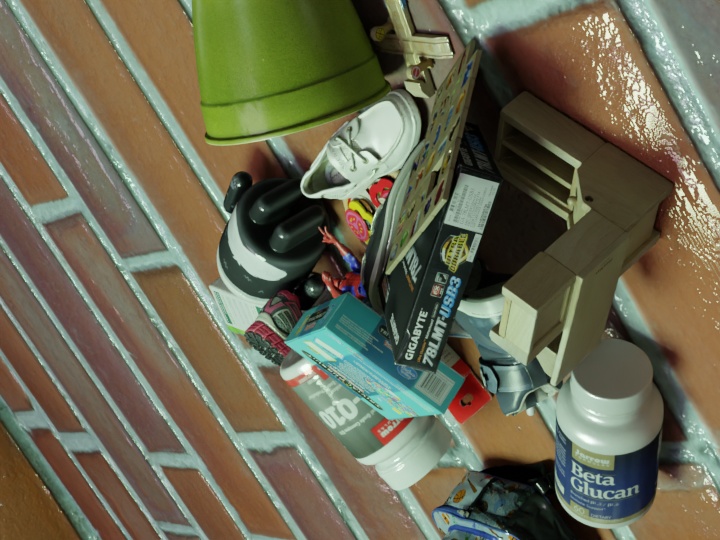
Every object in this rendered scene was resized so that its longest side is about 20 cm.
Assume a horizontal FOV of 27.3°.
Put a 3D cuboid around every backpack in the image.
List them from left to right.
[{"bbox_3d":[0.180,0.339,1.830,0.190,0.154,0.201,19,143,60],"label":"backpack"}]

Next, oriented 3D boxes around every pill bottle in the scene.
[{"bbox_3d":[0.009,0.153,1.733,0.200,0.114,0.114,48,153,-10],"label":"pill bottle"},{"bbox_3d":[0.257,0.168,1.540,0.111,0.111,0.201,31,146,32],"label":"pill bottle"}]

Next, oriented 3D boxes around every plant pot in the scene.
[{"bbox_3d":[-0.090,-0.251,1.496,0.200,0.200,0.194,7,118,53],"label":"plant pot"}]

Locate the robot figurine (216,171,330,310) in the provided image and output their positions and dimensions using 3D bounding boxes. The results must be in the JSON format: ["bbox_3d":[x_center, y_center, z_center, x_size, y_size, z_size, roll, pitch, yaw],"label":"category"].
[{"bbox_3d":[-0.106,-0.037,1.825,0.124,0.151,0.200,8,154,-14],"label":"robot figurine"}]

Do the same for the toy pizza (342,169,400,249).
[{"bbox_3d":[0.044,-0.042,1.690,0.200,0.032,0.201,36,148,26],"label":"toy pizza"}]

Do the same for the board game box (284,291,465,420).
[{"bbox_3d":[0.011,0.094,1.568,0.151,0.047,0.200,37,166,-8],"label":"board game box"}]

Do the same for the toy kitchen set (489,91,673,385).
[{"bbox_3d":[0.153,-0.016,1.382,0.180,0.200,0.164,36,148,24],"label":"toy kitchen set"}]

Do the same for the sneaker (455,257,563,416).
[{"bbox_3d":[0.134,0.070,1.520,0.147,0.077,0.202,65,170,-16],"label":"sneaker"}]

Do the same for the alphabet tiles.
[{"bbox_3d":[0.072,-0.115,1.413,0.007,0.201,0.167,19,152,-9],"label":"alphabet tiles"}]

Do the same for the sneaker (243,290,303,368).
[{"bbox_3d":[-0.062,0.102,1.830,0.080,0.075,0.200,20,160,36],"label":"sneaker"}]

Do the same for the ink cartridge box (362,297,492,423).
[{"bbox_3d":[0.058,0.117,1.820,0.200,0.067,0.116,47,152,6],"label":"ink cartridge box"}]

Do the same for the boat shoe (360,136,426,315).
[{"bbox_3d":[0.049,-0.053,1.571,0.060,0.073,0.202,-133,53,-61],"label":"boat shoe"}]

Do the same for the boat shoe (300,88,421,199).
[{"bbox_3d":[-0.003,-0.125,1.597,0.071,0.069,0.200,63,144,12],"label":"boat shoe"}]

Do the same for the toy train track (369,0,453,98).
[{"bbox_3d":[0.027,-0.256,1.462,0.114,0.032,0.201,15,135,48],"label":"toy train track"}]

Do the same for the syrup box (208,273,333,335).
[{"bbox_3d":[-0.103,0.049,1.962,0.199,0.081,0.079,18,139,47],"label":"syrup box"}]

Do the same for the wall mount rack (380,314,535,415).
[{"bbox_3d":[0.119,0.100,1.661,0.198,0.075,0.174,5,161,26],"label":"wall mount rack"}]

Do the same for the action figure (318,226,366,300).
[{"bbox_3d":[0.000,0.000,1.698,0.099,0.065,0.200,41,158,-21],"label":"action figure"}]

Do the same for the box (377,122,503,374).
[{"bbox_3d":[0.073,-0.031,1.430,0.049,0.200,0.200,17,109,-9],"label":"box"}]
